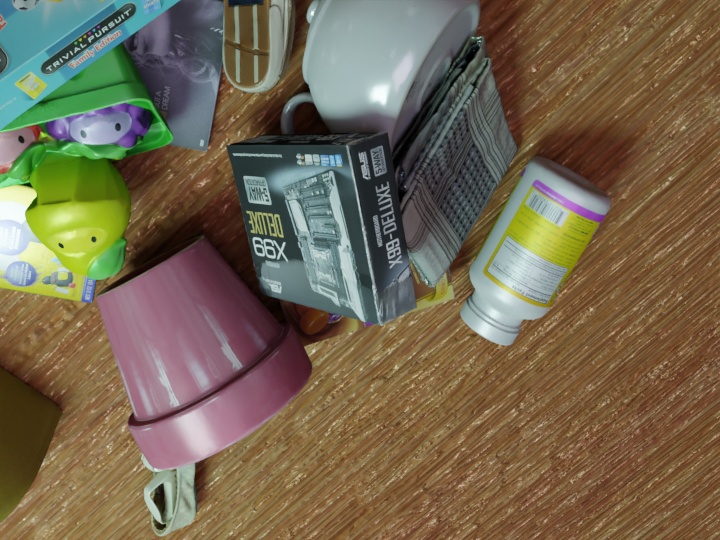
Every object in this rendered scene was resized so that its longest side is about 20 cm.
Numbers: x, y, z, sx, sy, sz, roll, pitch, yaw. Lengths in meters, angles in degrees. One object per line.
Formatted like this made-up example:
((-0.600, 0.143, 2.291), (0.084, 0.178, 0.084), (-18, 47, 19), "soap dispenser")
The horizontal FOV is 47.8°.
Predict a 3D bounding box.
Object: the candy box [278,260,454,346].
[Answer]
((0.000, 0.000, 0.917), (0.196, 0.057, 0.118), (-18, 118, -6), "candy box")

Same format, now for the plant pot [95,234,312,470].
((-0.175, 0.073, 0.844), (0.198, 0.200, 0.181), (-28, 101, 2), "plant pot")

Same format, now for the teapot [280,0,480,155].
((0.010, -0.207, 0.764), (0.145, 0.198, 0.202), (31, 73, 12), "teapot")

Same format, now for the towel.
((0.096, -0.099, 0.815), (0.194, 0.034, 0.200), (-56, 149, -10), "towel")

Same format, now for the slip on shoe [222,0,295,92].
((-0.089, -0.270, 0.759), (0.075, 0.060, 0.204), (6, 102, 21), "slip on shoe")

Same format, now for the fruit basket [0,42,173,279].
((-0.266, -0.094, 0.721), (0.211, 0.156, 0.220), (0, 83, -3), "fruit basket")

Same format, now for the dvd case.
((-0.232, -0.204, 0.780), (0.196, 0.016, 0.151), (8, 115, -17), "dvd case")

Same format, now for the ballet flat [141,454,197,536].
((-0.230, 0.238, 0.971), (0.062, 0.067, 0.204), (-26, 128, -41), "ballet flat")

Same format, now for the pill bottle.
((0.191, -0.018, 0.925), (0.103, 0.105, 0.202), (19, 112, -21), "pill bottle")

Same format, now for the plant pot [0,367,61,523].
((-0.456, 0.215, 0.837), (0.195, 0.201, 0.194), (-41, 118, 11), "plant pot")

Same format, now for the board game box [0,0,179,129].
((-0.259, -0.233, 0.659), (0.199, 0.151, 0.047), (-39, 163, -10), "board game box")

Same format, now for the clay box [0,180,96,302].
((-0.359, -0.043, 0.814), (0.196, 0.048, 0.117), (10, 113, -19), "clay box")

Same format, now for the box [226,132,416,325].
((-0.040, -0.045, 0.761), (0.049, 0.198, 0.161), (-22, 111, -35), "box")
